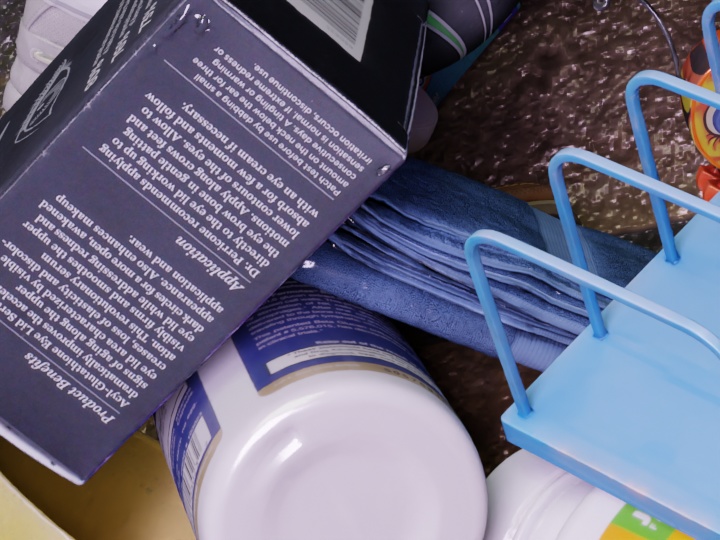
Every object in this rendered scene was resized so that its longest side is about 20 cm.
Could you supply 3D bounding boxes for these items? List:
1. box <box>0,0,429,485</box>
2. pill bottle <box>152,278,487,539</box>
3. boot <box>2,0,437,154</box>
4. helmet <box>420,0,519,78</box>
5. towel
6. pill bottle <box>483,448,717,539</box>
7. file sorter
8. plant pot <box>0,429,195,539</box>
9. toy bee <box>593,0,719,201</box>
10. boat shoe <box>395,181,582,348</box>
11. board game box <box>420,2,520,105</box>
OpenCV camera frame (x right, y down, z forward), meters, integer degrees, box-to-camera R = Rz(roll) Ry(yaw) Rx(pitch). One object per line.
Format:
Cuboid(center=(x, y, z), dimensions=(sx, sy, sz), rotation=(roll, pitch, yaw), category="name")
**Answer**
Cuboid(center=(-0.078, -0.041, 1.124), dimensions=(0.200, 0.104, 0.148), rotation=(-45, 15, 24), category="box")
Cuboid(center=(-0.024, 0.062, 1.157), dimensions=(0.111, 0.111, 0.200), rotation=(-31, 22, -1), category="pill bottle")
Cuboid(center=(-0.068, -0.075, 1.331), dimensions=(0.200, 0.096, 0.074), rotation=(25, 28, 9), category="boot")
Cuboid(center=(-0.007, -0.177, 1.234), dimensions=(0.200, 0.200, 0.191), rotation=(-14, 6, 14), category="helmet")
Cuboid(center=(0.065, 0.000, 1.184), dimensions=(0.112, 0.200, 0.049), rotation=(-100, 32, -69), category="towel")
Cuboid(center=(0.135, 0.137, 1.092), dimensions=(0.200, 0.111, 0.111), rotation=(22, 65, 36), category="pill bottle")
Cuboid(center=(0.156, -0.015, 1.065), dimensions=(0.139, 0.123, 0.200), rotation=(27, 60, 37), category="file sorter")
Cuboid(center=(-0.112, 0.158, 1.160), dimensions=(0.200, 0.200, 0.142), rotation=(42, 103, 42), category="plant pot")
Cuboid(center=(0.184, -0.083, 1.272), dimensions=(0.200, 0.109, 0.131), rotation=(10, 26, 16), category="toy bee")
Cuboid(center=(0.000, 0.000, 1.293), dimensions=(0.200, 0.072, 0.068), rotation=(-23, 48, 6), category="boat shoe")
Cuboid(center=(-0.041, -0.094, 1.407), dimensions=(0.152, 0.045, 0.200), rotation=(24, 65, 37), category="board game box")
